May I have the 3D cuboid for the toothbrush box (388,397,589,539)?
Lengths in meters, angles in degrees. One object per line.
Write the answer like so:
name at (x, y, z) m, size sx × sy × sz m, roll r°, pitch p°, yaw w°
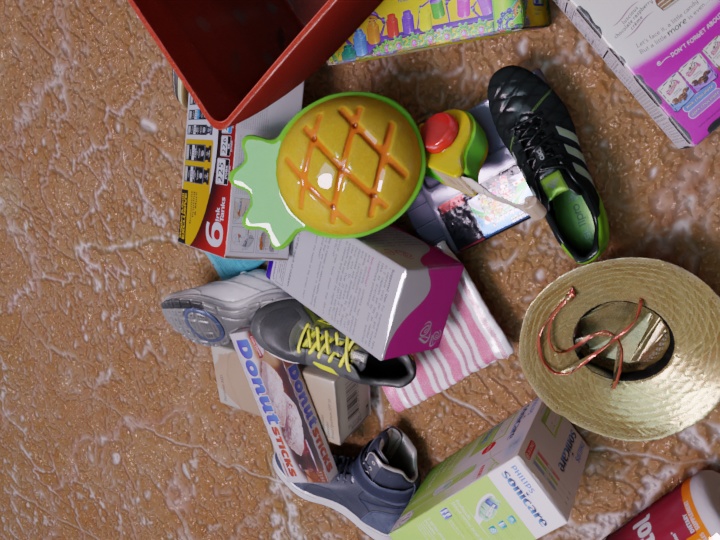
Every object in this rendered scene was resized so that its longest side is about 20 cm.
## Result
toothbrush box at (0.146, 0.248, 0.809) m, size 0.087 × 0.145 × 0.199 m, roll 50°, pitch 122°, yaw 3°

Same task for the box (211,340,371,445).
box at (-0.089, 0.137, 0.918) m, size 0.196 × 0.077 × 0.097 m, roll 10°, pitch 117°, yaw 32°

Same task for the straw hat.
straw hat at (0.260, 0.062, 0.720) m, size 0.196 × 0.085 × 0.206 m, roll 5°, pitch 111°, yaw 14°

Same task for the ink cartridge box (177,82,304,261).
ink cartridge box at (-0.147, -0.125, 0.813) m, size 0.174 × 0.082 × 0.206 m, roll 14°, pitch 100°, yaw 53°

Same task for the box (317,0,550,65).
box at (0.063, -0.312, 0.678) m, size 0.195 × 0.122 × 0.198 m, roll -1°, pitch 107°, yaw 28°

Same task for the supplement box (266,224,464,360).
supplement box at (0.000, 0.000, 0.786) m, size 0.198 × 0.100 × 0.106 m, roll 31°, pitch 113°, yaw 39°

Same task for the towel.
towel at (0.069, 0.074, 0.841) m, size 0.199 × 0.030 × 0.148 m, roll -36°, pitch 88°, yaw 42°

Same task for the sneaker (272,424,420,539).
sneaker at (-0.016, 0.243, 0.921) m, size 0.199 × 0.077 × 0.149 m, roll 25°, pitch 126°, yaw 13°

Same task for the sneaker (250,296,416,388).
sneaker at (-0.023, 0.078, 0.791) m, size 0.195 × 0.085 × 0.076 m, roll 16°, pitch 87°, yaw -11°

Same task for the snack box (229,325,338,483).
snack box at (-0.091, 0.160, 0.862) m, size 0.071 × 0.024 × 0.204 m, roll -10°, pitch 105°, yaw 38°

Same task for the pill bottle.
pill bottle at (0.322, 0.310, 0.756) m, size 0.113 × 0.113 × 0.201 m, roll 43°, pitch 121°, yaw 8°

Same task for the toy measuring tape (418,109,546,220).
toy measuring tape at (0.112, -0.110, 0.692) m, size 0.199 × 0.072 × 0.075 m, roll 33°, pitch 124°, yaw 48°

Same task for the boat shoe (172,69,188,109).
boat shoe at (-0.192, -0.296, 0.853) m, size 0.064 × 0.073 × 0.204 m, roll 29°, pitch 115°, yaw 28°

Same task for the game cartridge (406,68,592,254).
game cartridge at (0.130, -0.104, 0.766) m, size 0.197 × 0.038 × 0.132 m, roll -27°, pitch 89°, yaw 32°

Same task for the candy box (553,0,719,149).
candy box at (0.268, -0.226, 0.616) m, size 0.136 × 0.061 × 0.201 m, roll -40°, pitch 87°, yaw 13°

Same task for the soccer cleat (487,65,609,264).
soccer cleat at (0.179, -0.101, 0.678) m, size 0.067 × 0.081 × 0.203 m, roll -27°, pitch 93°, yaw 23°

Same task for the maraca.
maraca at (-0.032, -0.096, 0.709) m, size 0.195 × 0.107 × 0.141 m, roll -16°, pitch 95°, yaw 8°

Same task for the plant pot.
plant pot at (-0.064, -0.265, 0.588) m, size 0.199 × 0.176 × 0.202 m, roll -37°, pitch 87°, yaw 33°

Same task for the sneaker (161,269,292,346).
sneaker at (-0.156, 0.042, 0.917) m, size 0.194 × 0.088 × 0.076 m, roll -2°, pitch 128°, yaw 10°

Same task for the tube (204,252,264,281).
tube at (-0.131, -0.041, 0.917) m, size 0.198 × 0.050 × 0.079 m, roll -27°, pitch 96°, yaw 36°
